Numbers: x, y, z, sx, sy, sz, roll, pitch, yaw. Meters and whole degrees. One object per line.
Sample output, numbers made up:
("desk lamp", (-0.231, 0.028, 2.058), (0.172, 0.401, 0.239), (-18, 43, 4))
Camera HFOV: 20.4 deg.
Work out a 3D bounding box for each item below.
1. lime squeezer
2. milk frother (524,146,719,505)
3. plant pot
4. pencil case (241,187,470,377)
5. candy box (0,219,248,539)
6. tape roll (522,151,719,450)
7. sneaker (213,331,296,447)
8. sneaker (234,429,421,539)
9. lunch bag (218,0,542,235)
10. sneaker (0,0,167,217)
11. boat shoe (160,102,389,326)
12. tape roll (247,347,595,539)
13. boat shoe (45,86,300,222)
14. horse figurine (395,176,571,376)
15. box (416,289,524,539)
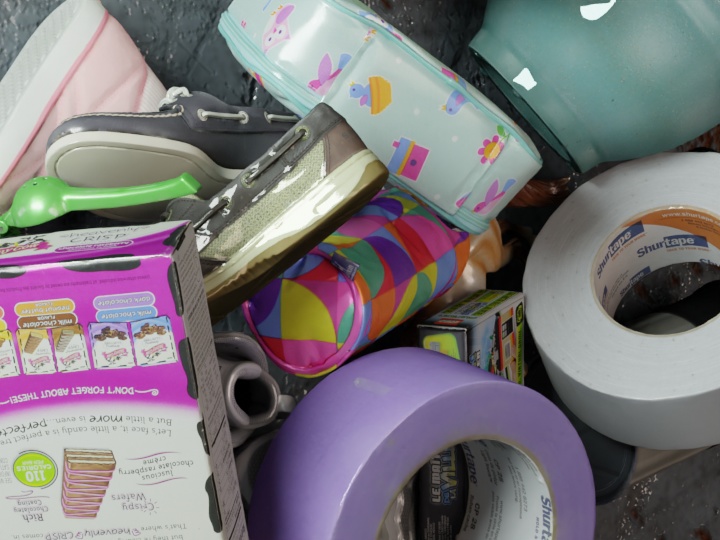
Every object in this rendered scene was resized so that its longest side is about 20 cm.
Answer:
("lime squeezer", (-0.168, -0.007, 1.078), (0.070, 0.200, 0.038), (36, 30, -15))
("milk frother", (0.214, 0.036, 1.441), (0.187, 0.180, 0.201), (-18, 74, -38))
("plant pot", (0.158, -0.152, 1.354), (0.134, 0.200, 0.200), (-41, 123, 2))
("pencil case", (0.000, 0.000, 1.240), (0.200, 0.088, 0.089), (-27, 114, -64))
("candy box", (-0.140, 0.081, 1.048), (0.061, 0.135, 0.201), (-69, 153, -69))
("tape roll", (0.211, 0.018, 1.337), (0.201, 0.199, 0.066), (-56, 146, -21))
("sneaker", (-0.130, 0.049, 1.158), (0.199, 0.115, 0.076), (25, 78, -39))
("sneaker", (-0.028, 0.145, 1.254), (0.200, 0.082, 0.075), (27, 67, -54))
("lunch bag", (0.011, -0.108, 1.226), (0.200, 0.160, 0.077), (35, 96, -26))
("sneaker", (-0.177, -0.053, 1.134), (0.105, 0.075, 0.201), (46, 61, -28))
("boat shoe", (-0.079, -0.016, 1.097), (0.200, 0.072, 0.066), (-35, 80, 4))
("tape roll", (0.037, 0.152, 1.177), (0.199, 0.085, 0.202), (-9, 106, -34))
("boat shoe", (-0.099, -0.069, 1.135), (0.199, 0.073, 0.063), (7, 57, -44))
("horse figurine", (0.079, 0.015, 1.376), (0.132, 0.050, 0.201), (28, 79, -45))
("box", (0.073, 0.122, 1.306), (0.110, 0.034, 0.202), (-26, 118, -63))
